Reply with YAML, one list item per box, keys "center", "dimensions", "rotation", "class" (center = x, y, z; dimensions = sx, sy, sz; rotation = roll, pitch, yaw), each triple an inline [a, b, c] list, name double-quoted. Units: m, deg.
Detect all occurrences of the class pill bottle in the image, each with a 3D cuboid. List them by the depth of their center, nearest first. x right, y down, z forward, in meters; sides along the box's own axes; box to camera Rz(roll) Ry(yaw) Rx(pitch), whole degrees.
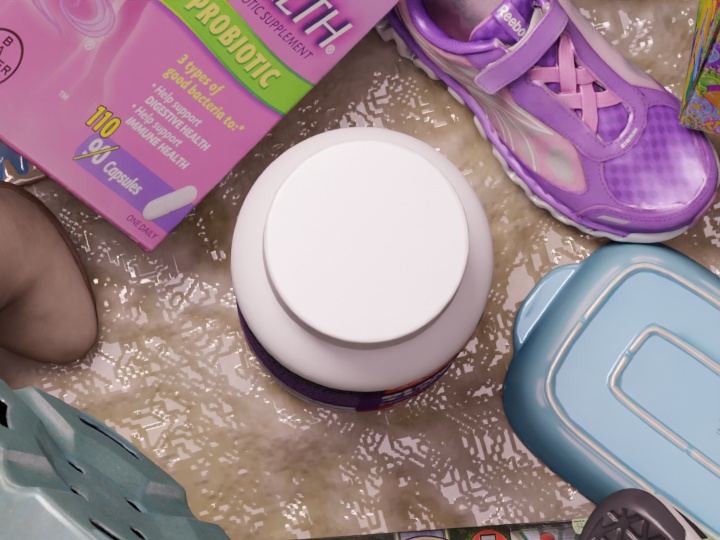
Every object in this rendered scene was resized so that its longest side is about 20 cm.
- center: [0.000, 0.000, 1.150]
  dimensions: [0.111, 0.200, 0.112]
  rotation: [0, 83, -1]
  class: "pill bottle"

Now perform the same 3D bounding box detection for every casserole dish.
- center: [0.159, 0.068, 1.228]
  dimensions: [0.200, 0.039, 0.121]
  rotation: [37, 83, 2]
  class: "casserole dish"

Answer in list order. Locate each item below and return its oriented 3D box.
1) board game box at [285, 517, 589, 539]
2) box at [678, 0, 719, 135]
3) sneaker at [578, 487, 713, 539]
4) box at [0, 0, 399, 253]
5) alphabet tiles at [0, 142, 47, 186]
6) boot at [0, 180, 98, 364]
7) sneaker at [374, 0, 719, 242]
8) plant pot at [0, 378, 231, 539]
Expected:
- center: [0.030, 0.166, 1.178]
  dimensions: [0.200, 0.023, 0.105]
  rotation: [-3, 71, -21]
  class: "board game box"
- center: [0.228, -0.177, 1.156]
  dimensions: [0.122, 0.200, 0.193]
  rotation: [12, 66, 0]
  class: "box"
- center: [0.170, 0.176, 1.196]
  dimensions: [0.072, 0.083, 0.200]
  rotation: [-34, 95, 31]
  class: "sneaker"
- center: [-0.090, -0.138, 1.146]
  dimensions: [0.200, 0.176, 0.097]
  rotation: [-45, 50, 3]
  class: "box"
- center: [-0.109, -0.142, 1.263]
  dimensions: [0.200, 0.008, 0.168]
  rotation: [-18, 83, -3]
  class: "alphabet tiles"
- center: [-0.180, 0.007, 1.134]
  dimensions: [0.070, 0.146, 0.200]
  rotation: [-37, 120, 15]
  class: "boot"
- center: [0.081, -0.092, 1.216]
  dimensions: [0.200, 0.088, 0.081]
  rotation: [42, 83, 7]
  class: "sneaker"
- center: [-0.158, 0.163, 1.102]
  dimensions: [0.200, 0.200, 0.196]
  rotation: [38, 99, 3]
  class: "plant pot"
